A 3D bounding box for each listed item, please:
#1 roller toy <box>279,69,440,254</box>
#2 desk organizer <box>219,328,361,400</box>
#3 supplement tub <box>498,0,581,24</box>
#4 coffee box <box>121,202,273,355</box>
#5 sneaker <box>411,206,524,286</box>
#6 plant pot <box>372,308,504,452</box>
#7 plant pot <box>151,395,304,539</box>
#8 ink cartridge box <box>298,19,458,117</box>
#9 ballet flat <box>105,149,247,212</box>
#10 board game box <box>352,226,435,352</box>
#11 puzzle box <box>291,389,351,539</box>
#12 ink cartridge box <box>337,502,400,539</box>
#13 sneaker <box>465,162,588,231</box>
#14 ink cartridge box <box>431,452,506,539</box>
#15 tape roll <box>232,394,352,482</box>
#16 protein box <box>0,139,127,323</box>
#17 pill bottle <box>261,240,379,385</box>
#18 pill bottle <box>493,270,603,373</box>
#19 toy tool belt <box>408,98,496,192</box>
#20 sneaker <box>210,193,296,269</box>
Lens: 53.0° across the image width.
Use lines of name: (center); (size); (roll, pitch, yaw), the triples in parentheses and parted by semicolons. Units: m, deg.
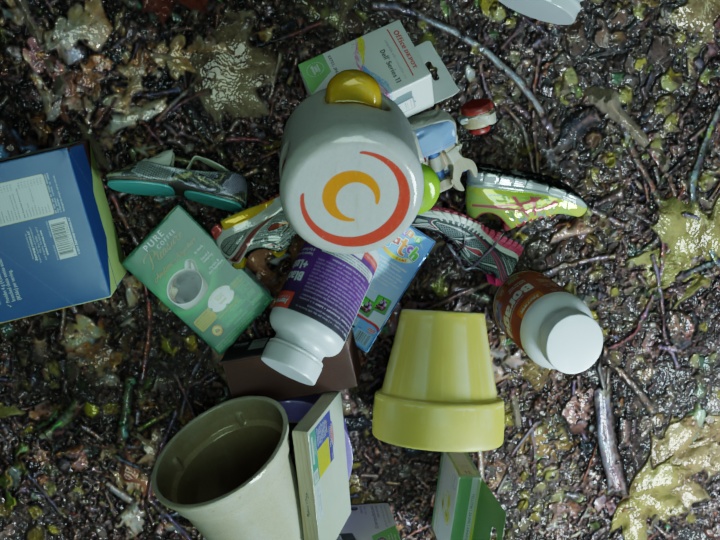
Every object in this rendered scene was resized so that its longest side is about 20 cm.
roller toy: (-0.016, -0.131, 0.912); (0.180, 0.141, 0.200); (-31, 127, 19)
desk organizer: (-0.101, 0.140, 1.080); (0.195, 0.072, 0.079); (-11, 107, 9)
supplement tub: (0.271, -0.457, 0.978); (0.142, 0.146, 0.204); (18, 100, -12)
coffee box: (-0.236, 0.012, 1.067); (0.123, 0.044, 0.200); (-45, 105, 3)
sneaker: (0.156, -0.041, 1.081); (0.197, 0.081, 0.076); (24, 93, -20)
plant pot: (0.119, 0.156, 1.084); (0.196, 0.201, 0.194); (3, 88, -9)
plant pot: (-0.157, 0.312, 1.000); (0.197, 0.201, 0.186); (-23, 116, -2)
ink cartridge box: (0.026, -0.265, 0.998); (0.197, 0.068, 0.119); (-25, 62, -2)
ballet flat: (-0.256, -0.133, 1.027); (0.196, 0.072, 0.074); (9, 102, -10)
board game box: (0.000, 0.000, 1.102); (0.150, 0.037, 0.202); (31, 98, -13)
puzzle box: (-0.052, 0.291, 1.030); (0.025, 0.133, 0.205); (0, 104, 19)
ink cartridge box: (-0.038, 0.450, 1.145); (0.195, 0.146, 0.086); (-2, 104, -8)
sneaker: (0.247, -0.102, 1.101); (0.195, 0.078, 0.092); (11, 110, -5)
ink cartridge box: (0.164, 0.390, 1.132); (0.047, 0.200, 0.149); (5, 102, -9)
tape roll: (-0.112, 0.282, 1.128); (0.195, 0.085, 0.205); (-2, 104, -7)
protein box: (-0.448, -0.051, 0.974); (0.195, 0.135, 0.203); (-13, 105, -5)
pill bottle: (-0.058, 0.047, 0.991); (0.110, 0.111, 0.203); (29, 71, -14)
pill bottle: (0.277, 0.077, 1.075); (0.109, 0.200, 0.115); (-2, 103, -8)
toy tool belt: (0.104, -0.160, 1.040); (0.196, 0.125, 0.125); (-17, 118, -2)
sneaker: (-0.112, -0.066, 1.042); (0.197, 0.078, 0.084); (-25, 91, -1)
